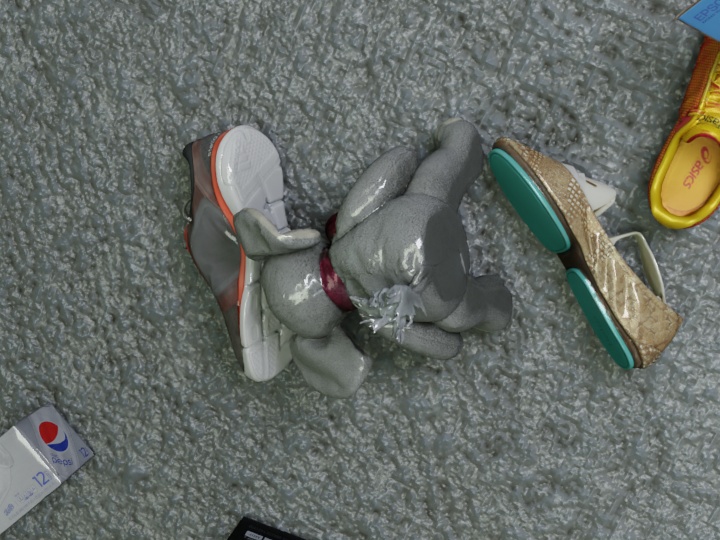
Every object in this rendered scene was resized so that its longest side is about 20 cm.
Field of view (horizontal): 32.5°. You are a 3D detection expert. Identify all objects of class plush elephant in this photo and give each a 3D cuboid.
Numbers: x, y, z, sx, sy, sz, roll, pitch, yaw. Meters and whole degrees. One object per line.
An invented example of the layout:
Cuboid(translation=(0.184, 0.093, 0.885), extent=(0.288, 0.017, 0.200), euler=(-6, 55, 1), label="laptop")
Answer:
Cuboid(translation=(0.000, 0.000, 0.898), extent=(0.155, 0.200, 0.165), euler=(-5, 110, 32), label="plush elephant")

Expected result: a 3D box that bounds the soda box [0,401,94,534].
Cuboid(translation=(-0.325, 0.200, 1.053), extent=(0.200, 0.068, 0.063), euler=(-39, 92, 18), label="soda box")

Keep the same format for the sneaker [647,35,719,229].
Cuboid(translation=(0.257, -0.118, 0.851), extent=(0.073, 0.077, 0.200), euler=(19, 104, 9), label="sneaker")

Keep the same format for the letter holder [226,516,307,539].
Cuboid(translation=(-0.035, 0.314, 1.002), extent=(0.200, 0.101, 0.142), euler=(19, 108, 7), label="letter holder")

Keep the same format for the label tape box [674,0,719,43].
Cuboid(translation=(0.314, -0.172, 0.756), extent=(0.200, 0.063, 0.144), euler=(23, 145, -24), label="label tape box")

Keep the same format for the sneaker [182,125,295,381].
Cuboid(translation=(-0.096, -0.014, 0.966), extent=(0.082, 0.077, 0.201), euler=(3, 104, 39), label="sneaker")

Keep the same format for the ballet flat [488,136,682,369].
Cuboid(translation=(0.169, -0.023, 0.907), extent=(0.065, 0.071, 0.200), euler=(-34, 97, -10), label="ballet flat")
